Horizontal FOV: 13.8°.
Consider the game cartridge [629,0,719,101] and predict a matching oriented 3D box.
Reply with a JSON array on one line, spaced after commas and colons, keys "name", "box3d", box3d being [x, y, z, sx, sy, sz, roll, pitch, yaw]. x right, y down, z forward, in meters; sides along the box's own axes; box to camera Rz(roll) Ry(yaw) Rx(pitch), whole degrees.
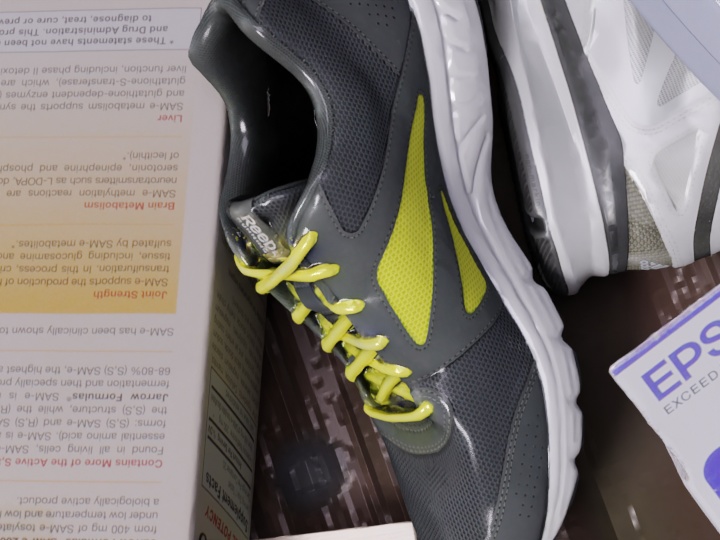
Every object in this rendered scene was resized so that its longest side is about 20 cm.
[{"name": "game cartridge", "box3d": [0.147, -0.091, 0.849, 0.200, 0.041, 0.133, 44, 64, 2]}]

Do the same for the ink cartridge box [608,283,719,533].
[{"name": "ink cartridge box", "box3d": [0.186, 0.026, 0.798, 0.198, 0.200, 0.043, -37, 30, 2]}]

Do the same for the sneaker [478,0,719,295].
[{"name": "sneaker", "box3d": [0.090, -0.100, 0.901, 0.115, 0.076, 0.201, -11, 84, 0]}]

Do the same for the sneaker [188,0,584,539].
[{"name": "sneaker", "box3d": [0.000, 0.000, 0.860, 0.074, 0.085, 0.200, -16, 89, 52]}]

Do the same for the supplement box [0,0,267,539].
[{"name": "supplement box", "box3d": [-0.095, 0.012, 0.893, 0.126, 0.074, 0.200, 0, 70, 11]}]

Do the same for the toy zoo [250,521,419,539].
[{"name": "toy zoo", "box3d": [-0.036, 0.181, 0.884, 0.131, 0.020, 0.200, -8, 77, 9]}]
